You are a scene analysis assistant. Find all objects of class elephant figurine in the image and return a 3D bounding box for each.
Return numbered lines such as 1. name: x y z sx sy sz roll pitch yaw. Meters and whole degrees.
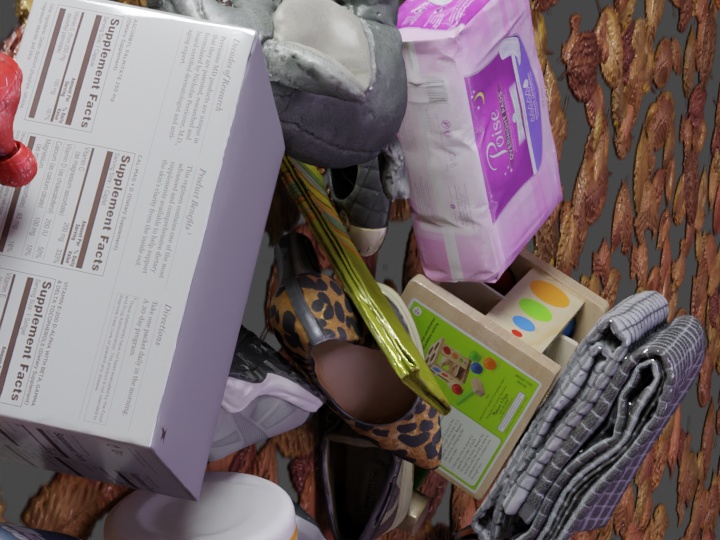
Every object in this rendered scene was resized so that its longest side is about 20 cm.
1. elephant figurine: -0.060 -0.115 0.953 0.200 0.154 0.142 -24 131 -62

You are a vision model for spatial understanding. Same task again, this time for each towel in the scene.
1. towel: 0.176 0.120 1.250 0.201 0.085 0.166 -60 168 18
2. towel: 0.000 0.000 1.084 0.201 0.018 0.086 60 9 28

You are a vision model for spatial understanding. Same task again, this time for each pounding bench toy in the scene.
1. pounding bench toy: 0.079 0.091 1.294 0.156 0.124 0.201 -38 158 -59

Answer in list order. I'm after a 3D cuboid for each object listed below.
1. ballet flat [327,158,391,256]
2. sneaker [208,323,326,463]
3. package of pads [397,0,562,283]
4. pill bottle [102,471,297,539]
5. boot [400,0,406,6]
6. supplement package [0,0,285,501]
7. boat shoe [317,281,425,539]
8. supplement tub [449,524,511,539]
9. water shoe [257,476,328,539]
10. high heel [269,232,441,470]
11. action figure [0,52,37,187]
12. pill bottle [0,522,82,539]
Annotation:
1. ballet flat: -0.017 -0.104 1.146 0.057 0.066 0.201 -20 112 -28
2. sneaker: -0.084 0.078 1.026 0.080 0.074 0.200 -54 162 6
3. package of pads: 0.078 -0.102 1.176 0.121 0.075 0.201 -50 136 -44
4. pill bottle: -0.086 0.230 0.985 0.112 0.111 0.201 -37 128 -58
5. boot: 0.051 -0.198 1.238 0.200 0.074 0.097 -39 133 -55
6. supplement package: -0.116 -0.006 0.819 0.156 0.110 0.201 81 21 -73
7. boat shoe: 0.005 0.108 1.205 0.065 0.073 0.201 -45 135 -61
8. supplement tub: 0.102 0.292 1.399 0.200 0.122 0.123 -48 137 -52
9. water shoe: -0.056 0.203 1.125 0.079 0.071 0.200 -47 146 -11
10. high heel: 0.003 0.078 1.091 0.200 0.071 0.143 56 6 -20
11. action figure: -0.216 -0.105 0.702 0.200 0.099 0.065 51 49 -28
12. pill bottle: -0.169 0.178 0.784 0.200 0.119 0.120 32 66 -64
